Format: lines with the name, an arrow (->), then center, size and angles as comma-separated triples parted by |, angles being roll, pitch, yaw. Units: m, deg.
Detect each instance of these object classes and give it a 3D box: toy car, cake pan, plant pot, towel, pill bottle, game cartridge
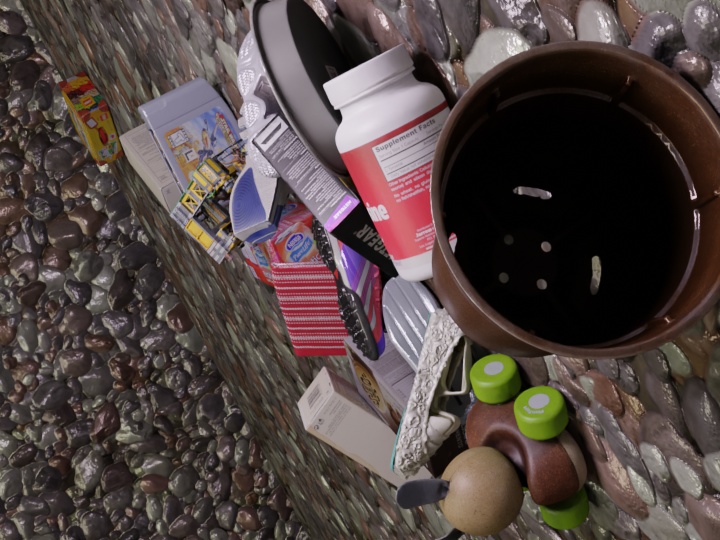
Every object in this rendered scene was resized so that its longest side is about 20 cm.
toy car -> 0.126, 0.222, 1.105 | 0.158, 0.199, 0.165 | 35, 150, 54
cake pan -> -0.043, -0.192, 1.051 | 0.201, 0.036, 0.201 | 55, -160, -31
plant pot -> 0.134, -0.027, 0.725 | 0.201, 0.199, 0.198 | 58, 171, 8
towel -> -0.041, 0.056, 1.469 | 0.201, 0.143, 0.023 | 78, -167, -46
pill bottle -> 0.046, -0.101, 0.966 | 0.201, 0.112, 0.112 | 64, 163, -9
game cartridge -> -0.248, -0.195, 1.630 | 0.201, 0.132, 0.041 | 64, 163, -13

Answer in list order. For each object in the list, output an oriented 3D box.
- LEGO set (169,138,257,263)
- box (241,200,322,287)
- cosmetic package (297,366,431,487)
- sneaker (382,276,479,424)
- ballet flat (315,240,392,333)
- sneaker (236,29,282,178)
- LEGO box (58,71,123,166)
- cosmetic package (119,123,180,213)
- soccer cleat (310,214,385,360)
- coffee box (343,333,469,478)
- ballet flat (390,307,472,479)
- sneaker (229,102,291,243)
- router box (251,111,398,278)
LEGO set -> -0.160, -0.102, 1.435 | 0.116, 0.200, 0.154 | 43, 123, 1
box -> -0.112, -0.039, 1.554 | 0.200, 0.095, 0.100 | 20, 138, 65
cosmetic package -> 0.013, 0.232, 1.490 | 0.199, 0.073, 0.104 | 35, -173, -16
sneaker -> 0.087, 0.098, 1.249 | 0.201, 0.073, 0.071 | 65, -172, 20
ballet flat -> 0.000, 0.000, 1.335 | 0.200, 0.056, 0.067 | 48, 130, 26
sneaker -> -0.089, -0.199, 1.250 | 0.114, 0.075, 0.202 | 19, -117, -60
LEGO box -> -0.717, -0.403, 2.750 | 0.149, 0.077, 0.201 | 51, 161, 28
cosmetic package -> -0.380, -0.210, 2.020 | 0.200, 0.103, 0.073 | 48, 161, 38
soccer cleat -> 0.002, 0.011, 1.278 | 0.068, 0.073, 0.202 | 124, 128, -67
coffee box -> 0.068, 0.166, 1.390 | 0.200, 0.079, 0.114 | 44, 157, 45
ballet flat -> 0.086, 0.142, 1.159 | 0.072, 0.071, 0.202 | -176, 101, -70
sneaker -> -0.099, -0.126, 1.333 | 0.115, 0.080, 0.201 | 30, -125, -47
router box -> -0.022, -0.080, 1.154 | 0.149, 0.051, 0.200 | 50, -172, 25
